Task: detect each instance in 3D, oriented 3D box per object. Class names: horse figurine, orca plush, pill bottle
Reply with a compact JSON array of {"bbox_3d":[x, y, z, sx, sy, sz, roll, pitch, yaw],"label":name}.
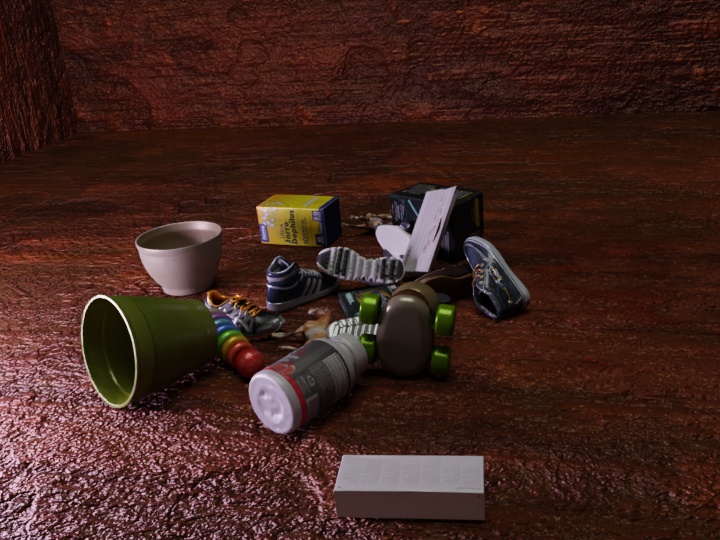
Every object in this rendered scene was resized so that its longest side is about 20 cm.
[{"bbox_3d":[-0.099,0.135,1.515,0.132,0.050,0.200,-11,23,-13],"label":"horse figurine"},{"bbox_3d":[0.127,-0.060,1.923,0.200,0.105,0.071,11,-4,41],"label":"orca plush"},{"bbox_3d":[-0.080,0.180,1.317,0.111,0.111,0.200,13,28,38],"label":"pill bottle"},{"bbox_3d":[0.047,-0.132,2.094,0.132,0.050,0.200,1,-2,-44],"label":"horse figurine"}]

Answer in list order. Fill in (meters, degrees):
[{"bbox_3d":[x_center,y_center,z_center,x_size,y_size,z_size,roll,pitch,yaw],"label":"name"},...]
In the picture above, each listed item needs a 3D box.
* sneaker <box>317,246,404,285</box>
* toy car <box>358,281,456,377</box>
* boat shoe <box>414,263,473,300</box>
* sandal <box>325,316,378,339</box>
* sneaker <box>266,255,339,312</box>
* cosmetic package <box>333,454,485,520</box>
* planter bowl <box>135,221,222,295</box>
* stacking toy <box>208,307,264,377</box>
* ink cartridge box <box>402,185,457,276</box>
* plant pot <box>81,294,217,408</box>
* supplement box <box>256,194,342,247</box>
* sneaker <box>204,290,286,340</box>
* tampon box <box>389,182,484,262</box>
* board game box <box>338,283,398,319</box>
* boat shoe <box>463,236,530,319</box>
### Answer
[{"bbox_3d":[0.000,0.000,1.766,0.200,0.075,0.081,12,-17,7],"label":"sneaker"},{"bbox_3d":[0.097,0.085,1.449,0.164,0.158,0.200,8,24,11],"label":"toy car"},{"bbox_3d":[0.185,0.027,1.692,0.200,0.070,0.070,-9,28,-30],"label":"boat shoe"},{"bbox_3d":[0.032,0.123,1.503,0.202,0.050,0.083,3,56,-11],"label":"sandal"},{"bbox_3d":[-0.128,0.011,1.750,0.200,0.109,0.070,-24,29,-38],"label":"sneaker"},{"bbox_3d":[0.069,0.297,1.074,0.200,0.051,0.083,-2,20,10],"label":"cosmetic package"},{"bbox_3d":[-0.421,-0.022,1.867,0.200,0.135,0.200,-4,21,2],"label":"planter bowl"},{"bbox_3d":[-0.246,0.143,1.499,0.085,0.085,0.200,-20,30,-31],"label":"stacking toy"},{"bbox_3d":[0.165,-0.083,1.754,0.045,0.200,0.176,21,-5,-17],"label":"ink cartridge box"},{"bbox_3d":[-0.374,0.129,1.438,0.193,0.201,0.200,-10,19,-44],"label":"plant pot"},{"bbox_3d":[-0.164,-0.136,2.123,0.200,0.109,0.110,4,23,23],"label":"supplement box"},{"bbox_3d":[-0.246,0.090,1.626,0.200,0.077,0.078,7,23,24],"label":"sneaker"},{"bbox_3d":[0.192,-0.124,1.954,0.200,0.150,0.126,16,30,42],"label":"tampon box"},{"bbox_3d":[0.037,0.086,1.633,0.135,0.028,0.200,-9,23,-9],"label":"board game box"},{"bbox_3d":[0.257,0.012,1.626,0.091,0.071,0.200,-20,56,-28],"label":"boat shoe"}]
